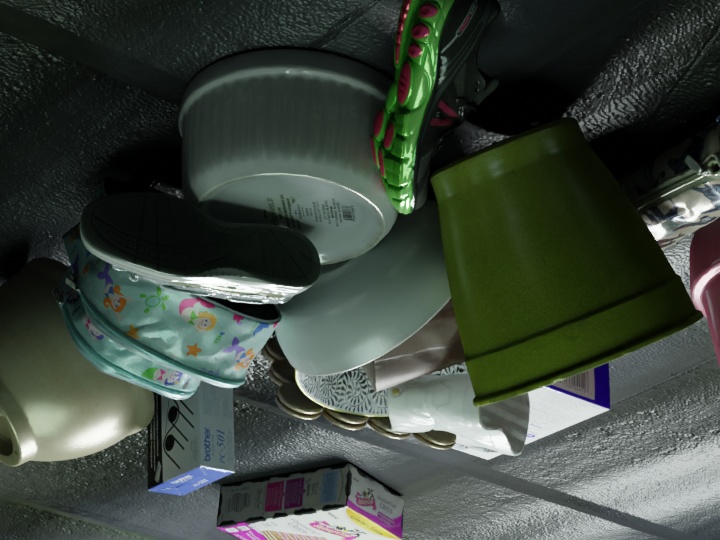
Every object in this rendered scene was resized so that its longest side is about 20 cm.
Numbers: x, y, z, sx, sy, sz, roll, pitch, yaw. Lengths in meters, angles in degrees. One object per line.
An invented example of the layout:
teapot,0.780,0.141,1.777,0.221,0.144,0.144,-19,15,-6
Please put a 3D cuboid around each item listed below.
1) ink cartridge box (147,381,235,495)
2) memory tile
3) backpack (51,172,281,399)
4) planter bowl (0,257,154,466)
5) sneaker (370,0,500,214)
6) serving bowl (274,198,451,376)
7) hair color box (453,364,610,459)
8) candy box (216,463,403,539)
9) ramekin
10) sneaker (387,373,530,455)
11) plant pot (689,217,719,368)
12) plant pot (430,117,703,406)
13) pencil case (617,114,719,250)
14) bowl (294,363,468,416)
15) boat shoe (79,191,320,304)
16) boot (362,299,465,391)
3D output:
ink cartridge box,-0.169,0.112,1.795,0.044,0.200,0.094,15,151,-36
memory tile,-0.003,0.128,1.889,0.200,0.153,0.017,15,113,-19
backpack,-0.168,0.023,1.587,0.178,0.151,0.200,25,-170,-32
planter bowl,-0.316,0.106,1.767,0.200,0.135,0.200,36,146,30
sneaker,0.061,-0.126,1.388,0.084,0.077,0.200,0,127,-20
serving bowl,0.000,0.000,1.596,0.200,0.200,0.066,-18,122,35
hair color box,0.161,0.138,1.960,0.109,0.065,0.200,21,146,-32
candy box,-0.063,0.310,2.321,0.200,0.061,0.136,-14,147,30
ramekin,-0.055,-0.085,1.507,0.200,0.105,0.200,3,152,1
sneaker,0.091,0.131,1.757,0.116,0.074,0.200,4,166,22
plant pot,0.400,0.055,1.646,0.200,0.179,0.200,2,154,1
plant pot,0.151,-0.015,1.487,0.200,0.193,0.200,-21,179,0
pencil case,0.263,-0.065,1.536,0.089,0.078,0.200,-2,160,-37
bowl,0.033,0.056,1.770,0.201,0.094,0.201,-4,149,-2
boat shoe,-0.134,-0.011,1.471,0.202,0.074,0.065,9,149,-25
boot,0.084,0.021,1.623,0.200,0.064,0.186,-9,125,-5
